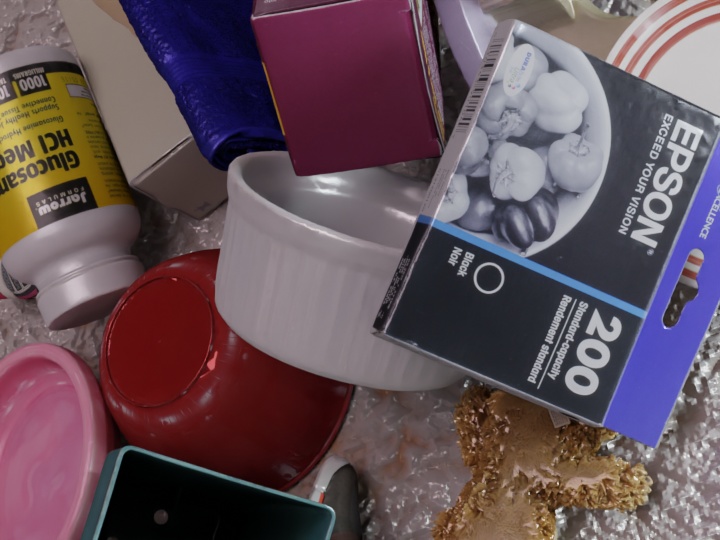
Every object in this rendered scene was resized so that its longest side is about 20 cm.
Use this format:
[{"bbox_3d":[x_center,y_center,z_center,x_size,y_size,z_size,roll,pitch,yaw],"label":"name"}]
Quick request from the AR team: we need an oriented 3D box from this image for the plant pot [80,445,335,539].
[{"bbox_3d":[-0.127,0.199,1.034,0.200,0.141,0.142,167,121,-73],"label":"plant pot"}]

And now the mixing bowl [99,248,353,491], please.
[{"bbox_3d":[-0.115,0.065,1.130,0.199,0.108,0.201,-11,69,29],"label":"mixing bowl"}]

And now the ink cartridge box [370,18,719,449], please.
[{"bbox_3d":[0.134,-0.016,0.918,0.043,0.199,0.199,-157,90,-78],"label":"ink cartridge box"}]

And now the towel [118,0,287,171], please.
[{"bbox_3d":[-0.087,-0.146,1.162,0.050,0.147,0.200,-51,52,26],"label":"towel"}]

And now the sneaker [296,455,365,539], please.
[{"bbox_3d":[-0.010,0.224,1.044,0.082,0.077,0.201,9,63,-3],"label":"sneaker"}]

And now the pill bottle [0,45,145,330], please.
[{"bbox_3d":[-0.237,-0.062,1.206,0.112,0.112,0.201,-28,80,21],"label":"pill bottle"}]

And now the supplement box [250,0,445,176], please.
[{"bbox_3d":[-0.005,-0.177,1.039,0.103,0.131,0.200,-8,41,7],"label":"supplement box"}]

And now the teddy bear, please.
[{"bbox_3d":[0.120,0.109,1.002,0.144,0.067,0.201,-2,66,22],"label":"teddy bear"}]

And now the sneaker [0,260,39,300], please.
[{"bbox_3d":[-0.268,-0.073,1.300,0.074,0.081,0.201,0,80,17],"label":"sneaker"}]

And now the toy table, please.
[{"bbox_3d":[0.126,-0.196,1.036,0.117,0.184,0.201,-15,106,34],"label":"toy table"}]

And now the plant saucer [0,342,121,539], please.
[{"bbox_3d":[-0.247,0.157,1.195,0.200,0.051,0.201,-19,62,41],"label":"plant saucer"}]

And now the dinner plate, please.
[{"bbox_3d":[0.240,-0.084,0.969,0.199,0.024,0.201,1,94,9],"label":"dinner plate"}]

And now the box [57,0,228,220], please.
[{"bbox_3d":[-0.159,-0.148,1.243,0.078,0.095,0.200,-36,59,16],"label":"box"}]

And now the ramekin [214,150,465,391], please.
[{"bbox_3d":[0.000,0.000,1.026,0.200,0.200,0.098,27,110,36],"label":"ramekin"}]
